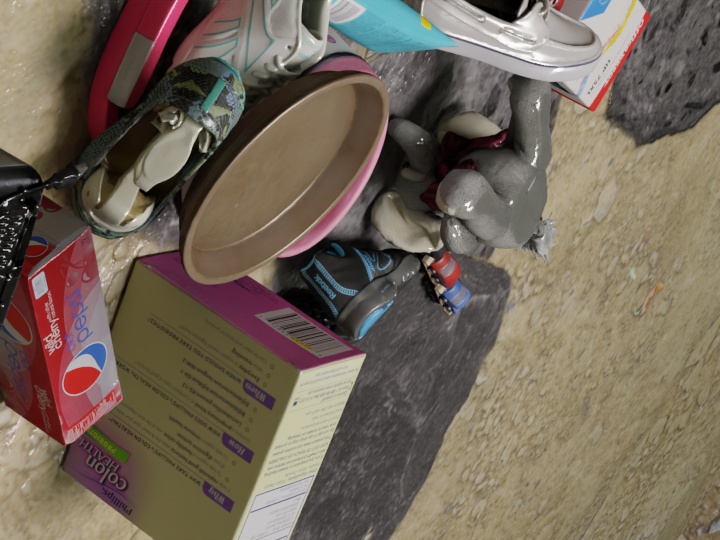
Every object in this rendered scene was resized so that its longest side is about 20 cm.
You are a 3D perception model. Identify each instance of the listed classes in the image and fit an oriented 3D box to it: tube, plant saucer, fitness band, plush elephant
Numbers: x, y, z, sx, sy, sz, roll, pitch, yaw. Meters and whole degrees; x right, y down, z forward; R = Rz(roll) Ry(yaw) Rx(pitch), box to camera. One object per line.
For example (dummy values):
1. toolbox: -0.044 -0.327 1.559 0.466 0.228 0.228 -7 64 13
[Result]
1. tube: 0.005 -0.205 1.530 0.200 0.077 0.051 24 73 -62
2. plant saucer: -0.060 -0.072 1.396 0.200 0.029 0.200 -40 161 -17
3. fitness band: -0.125 -0.162 1.378 0.201 0.037 0.144 -61 158 9
4. plush elephant: 0.089 -0.089 1.738 0.165 0.154 0.200 -59 149 -20

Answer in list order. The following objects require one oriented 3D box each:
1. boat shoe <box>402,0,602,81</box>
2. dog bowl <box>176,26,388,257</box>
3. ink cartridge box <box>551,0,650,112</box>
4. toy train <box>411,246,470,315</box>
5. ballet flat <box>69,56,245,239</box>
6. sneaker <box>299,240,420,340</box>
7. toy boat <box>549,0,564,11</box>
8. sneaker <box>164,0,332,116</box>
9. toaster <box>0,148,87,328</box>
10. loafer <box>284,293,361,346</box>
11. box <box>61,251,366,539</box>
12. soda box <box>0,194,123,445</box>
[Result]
1. boat shoe: 0.130 -0.219 1.644 0.199 0.072 0.066 14 136 -22
2. dog bowl: -0.055 -0.099 1.530 0.200 0.074 0.201 -42 150 -31
3. ink cartridge box: 0.219 -0.234 1.889 0.116 0.067 0.200 -59 156 2
4. toy train: 0.079 -0.007 1.915 0.034 0.046 0.200 -52 155 -13
5. ballet flat: -0.152 -0.071 1.317 0.074 0.074 0.200 -28 166 -47
6. sneaker: 0.000 0.000 1.744 0.073 0.082 0.200 -48 179 11
7. toy boat: 0.209 -0.310 1.709 0.200 0.130 0.131 -54 155 -10
8. sneaker: -0.075 -0.154 1.343 0.201 0.080 0.070 -61 160 9
9. toaster: -0.292 -0.002 1.146 0.200 0.118 0.181 -11 129 -57
10. loafer: -0.070 0.069 1.707 0.200 0.068 0.071 -13 141 -53
11. box: -0.119 0.114 1.529 0.097 0.176 0.201 -10 127 -57
12. soda box: -0.225 0.036 1.370 0.063 0.070 0.200 -43 151 -30
